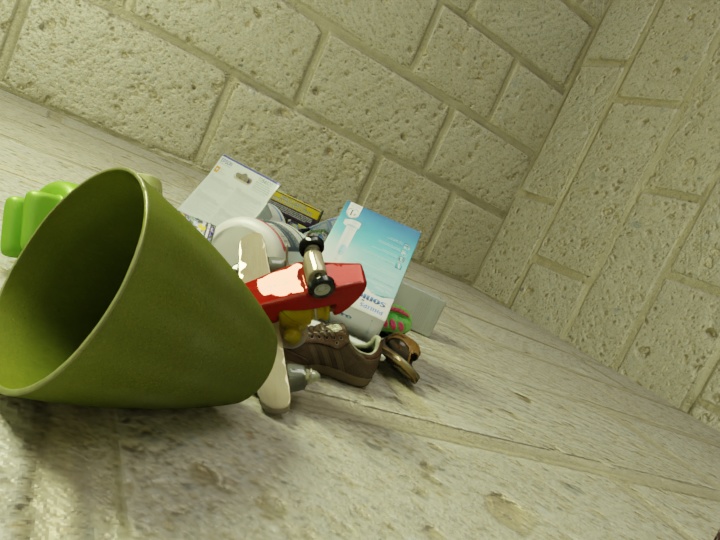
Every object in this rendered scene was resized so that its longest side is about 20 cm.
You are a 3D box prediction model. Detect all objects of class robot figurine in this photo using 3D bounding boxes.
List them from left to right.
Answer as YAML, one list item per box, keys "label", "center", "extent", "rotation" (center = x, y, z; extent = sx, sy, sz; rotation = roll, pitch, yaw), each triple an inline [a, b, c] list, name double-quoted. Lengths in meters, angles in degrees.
- label: "robot figurine"
  center: [-0.326, -0.040, 0.718]
  extent: [0.174, 0.117, 0.200]
  rotation: [-7, -11, 32]

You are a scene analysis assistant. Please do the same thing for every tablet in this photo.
- label: "tablet"
  center: [-0.029, 0.107, 0.955]
  extent: [0.129, 0.014, 0.200]
  rotation: [25, -4, -4]

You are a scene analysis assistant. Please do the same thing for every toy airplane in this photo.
- label: "toy airplane"
  center: [-0.110, 0.054, 0.695]
  extent: [0.198, 0.201, 0.141]
  rotation: [19, -28, 28]

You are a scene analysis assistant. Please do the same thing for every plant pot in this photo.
- label: "plant pot"
  center: [-0.172, 0.046, 0.509]
  extent: [0.187, 0.188, 0.200]
  rotation: [32, -5, 44]

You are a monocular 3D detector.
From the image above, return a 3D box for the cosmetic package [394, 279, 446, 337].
- label: "cosmetic package"
  center: [0.097, 0.074, 1.418]
  extent: [0.199, 0.102, 0.074]
  rotation: [25, 7, -9]

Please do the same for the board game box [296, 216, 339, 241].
- label: "board game box"
  center: [-0.111, -0.058, 1.226]
  extent: [0.200, 0.199, 0.062]
  rotation: [-17, 86, -67]

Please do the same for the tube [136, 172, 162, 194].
- label: "tube"
  center: [-0.234, -0.004, 0.620]
  extent: [0.058, 0.201, 0.052]
  rotation: [-2, -18, -13]

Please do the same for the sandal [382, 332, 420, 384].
- label: "sandal"
  center: [0.074, 0.137, 1.007]
  extent: [0.080, 0.054, 0.200]
  rotation: [42, 5, -2]

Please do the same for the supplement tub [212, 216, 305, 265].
- label: "supplement tub"
  center: [-0.166, -0.016, 1.001]
  extent: [0.140, 0.141, 0.200]
  rotation: [27, 7, 13]

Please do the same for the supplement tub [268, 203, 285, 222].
- label: "supplement tub"
  center: [-0.264, -0.100, 1.308]
  extent: [0.131, 0.133, 0.200]
  rotation: [28, 7, 19]

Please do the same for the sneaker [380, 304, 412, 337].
- label: "sneaker"
  center: [-0.001, 0.093, 1.128]
  extent: [0.199, 0.077, 0.084]
  rotation: [18, -33, 10]

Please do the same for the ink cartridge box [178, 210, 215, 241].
- label: "ink cartridge box"
  center: [-0.326, -0.056, 0.851]
  extent: [0.199, 0.109, 0.051]
  rotation: [23, 45, -21]

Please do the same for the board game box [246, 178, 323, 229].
- label: "board game box"
  center: [-0.214, -0.114, 1.442]
  extent: [0.199, 0.166, 0.057]
  rotation: [26, 7, 1]

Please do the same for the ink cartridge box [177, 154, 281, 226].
- label: "ink cartridge box"
  center: [-0.268, -0.116, 1.149]
  extent: [0.199, 0.200, 0.041]
  rotation: [31, -12, 36]

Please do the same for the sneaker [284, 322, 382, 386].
- label: "sneaker"
  center: [-0.058, 0.099, 0.803]
  extent: [0.199, 0.076, 0.070]
  rotation: [21, 8, -32]

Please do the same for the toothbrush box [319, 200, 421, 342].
- label: "toothbrush box"
  center: [0.000, 0.000, 0.991]
  extent: [0.146, 0.201, 0.085]
  rotation: [23, -36, 2]

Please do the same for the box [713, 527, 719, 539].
- label: "box"
  center: [0.562, 0.357, 0.704]
  extent: [0.164, 0.167, 0.200]
  rotation: [17, 12, -45]
